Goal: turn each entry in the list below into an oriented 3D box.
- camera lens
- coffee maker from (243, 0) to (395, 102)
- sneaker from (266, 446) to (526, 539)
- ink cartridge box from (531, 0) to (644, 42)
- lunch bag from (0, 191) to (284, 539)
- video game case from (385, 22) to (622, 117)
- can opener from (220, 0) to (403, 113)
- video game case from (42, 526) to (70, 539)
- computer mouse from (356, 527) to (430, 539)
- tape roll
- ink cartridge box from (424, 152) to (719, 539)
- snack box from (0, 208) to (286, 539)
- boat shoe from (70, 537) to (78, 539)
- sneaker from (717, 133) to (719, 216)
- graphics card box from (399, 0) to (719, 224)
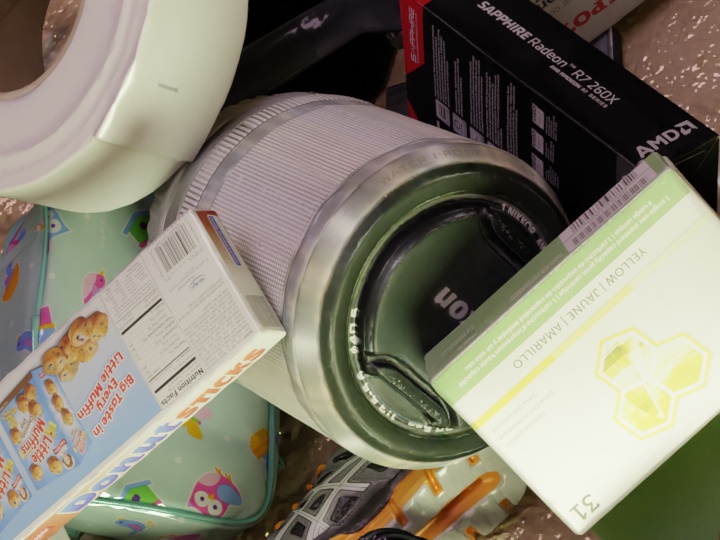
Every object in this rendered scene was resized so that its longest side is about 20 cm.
[{"bbox_3d":[0.000,0.000,1.143,0.160,0.160,0.200,-57,34,-6],"label":"camera lens"},{"bbox_3d":[-0.069,-0.168,1.301,0.135,0.200,0.192,-24,55,21],"label":"coffee maker"},{"bbox_3d":[-0.006,0.136,1.187,0.200,0.078,0.077,-36,42,4],"label":"sneaker"},{"bbox_3d":[0.102,-0.223,1.211,0.144,0.200,0.084,-37,49,2],"label":"ink cartridge box"},{"bbox_3d":[-0.119,0.057,1.245,0.077,0.160,0.200,-36,46,51],"label":"lunch bag"},{"bbox_3d":[0.078,-0.030,1.252,0.143,0.019,0.200,-14,60,26],"label":"video game case"},{"bbox_3d":[-0.037,-0.122,1.235,0.200,0.063,0.079,-37,85,1],"label":"can opener"},{"bbox_3d":[-0.202,0.195,1.173,0.182,0.024,0.200,-37,72,32],"label":"video game case"},{"bbox_3d":[0.020,0.220,1.095,0.140,0.046,0.200,24,77,4],"label":"computer mouse"},{"bbox_3d":[-0.152,-0.132,1.179,0.202,0.071,0.203,-8,77,38],"label":"tape roll"},{"bbox_3d":[0.147,0.066,1.046,0.146,0.200,0.048,-42,12,6],"label":"ink cartridge box"},{"bbox_3d":[-0.124,0.059,1.089,0.200,0.024,0.072,-41,69,25],"label":"snack box"},{"bbox_3d":[-0.152,0.111,1.289,0.060,0.072,0.202,-31,44,48],"label":"boat shoe"},{"bbox_3d":[0.200,-0.027,1.147,0.081,0.075,0.200,-22,36,-20],"label":"sneaker"},{"bbox_3d":[0.098,-0.059,1.160,0.051,0.125,0.200,-26,45,-22],"label":"graphics card box"}]
